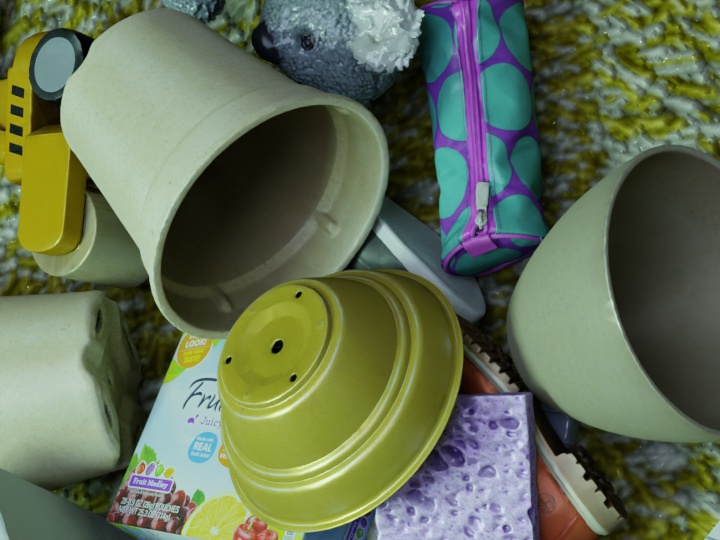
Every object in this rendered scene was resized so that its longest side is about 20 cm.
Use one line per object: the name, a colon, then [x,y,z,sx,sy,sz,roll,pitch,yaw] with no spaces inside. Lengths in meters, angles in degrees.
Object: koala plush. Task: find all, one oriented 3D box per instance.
koala plush: [-0.028,-0.208,1.695,0.183,0.177,0.201,-22,75,-27]

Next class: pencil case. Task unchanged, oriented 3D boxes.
pencil case: [0.089,-0.101,1.664,0.085,0.092,0.201,-9,77,10]

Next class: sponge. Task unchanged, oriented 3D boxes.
sponge: [0.067,0.185,1.572,0.111,0.030,0.201,-3,93,13]

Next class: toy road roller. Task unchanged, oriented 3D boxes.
toy road roller: [-0.230,-0.087,1.788,0.146,0.123,0.201,-6,79,36]

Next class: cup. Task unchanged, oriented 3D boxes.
cup: [0.183,0.031,1.571,0.143,0.200,0.201,-21,73,44]

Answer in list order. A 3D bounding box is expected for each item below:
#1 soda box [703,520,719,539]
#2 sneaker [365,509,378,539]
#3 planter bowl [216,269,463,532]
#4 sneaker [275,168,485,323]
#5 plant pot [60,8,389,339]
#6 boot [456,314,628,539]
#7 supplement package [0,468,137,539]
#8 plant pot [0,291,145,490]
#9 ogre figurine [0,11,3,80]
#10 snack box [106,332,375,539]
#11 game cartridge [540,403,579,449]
soda box: [0.299,0.159,1.556,0.068,0.063,0.200,41,99,23]
sneaker: [0.035,0.249,1.647,0.079,0.074,0.201,-20,88,39]
planter bowl: [-0.035,0.068,1.556,0.200,0.083,0.201,-22,48,27]
sneaker: [0.000,0.000,1.707,0.200,0.071,0.099,40,108,20]
plant pot: [-0.113,-0.084,1.639,0.183,0.200,0.201,43,99,35]
boot: [0.086,0.122,1.612,0.107,0.075,0.200,-38,77,13]
supplement package: [-0.242,0.241,1.683,0.117,0.200,0.117,-35,54,14]
plant pot: [-0.267,0.096,1.738,0.183,0.200,0.201,-11,78,10]
ogre figurine: [-0.341,-0.165,1.841,0.098,0.120,0.201,2,84,19]
snack box: [-0.069,0.127,1.657,0.199,0.068,0.169,5,66,43]
game cartridge: [0.057,0.130,1.679,0.199,0.038,0.130,8,89,23]
